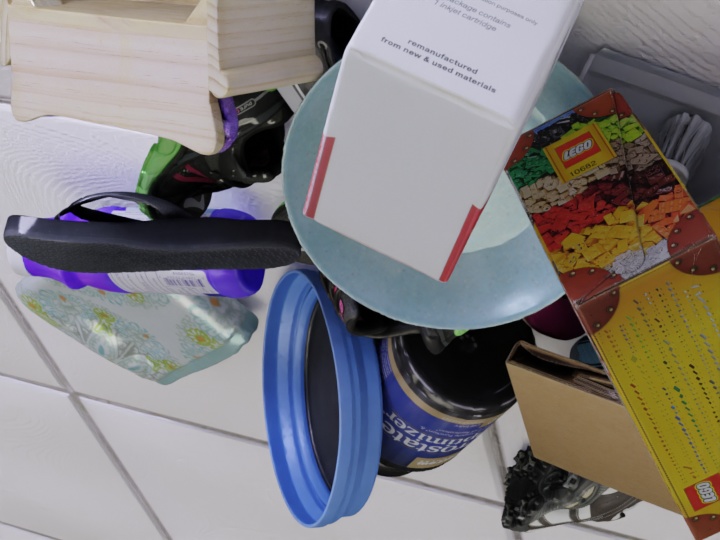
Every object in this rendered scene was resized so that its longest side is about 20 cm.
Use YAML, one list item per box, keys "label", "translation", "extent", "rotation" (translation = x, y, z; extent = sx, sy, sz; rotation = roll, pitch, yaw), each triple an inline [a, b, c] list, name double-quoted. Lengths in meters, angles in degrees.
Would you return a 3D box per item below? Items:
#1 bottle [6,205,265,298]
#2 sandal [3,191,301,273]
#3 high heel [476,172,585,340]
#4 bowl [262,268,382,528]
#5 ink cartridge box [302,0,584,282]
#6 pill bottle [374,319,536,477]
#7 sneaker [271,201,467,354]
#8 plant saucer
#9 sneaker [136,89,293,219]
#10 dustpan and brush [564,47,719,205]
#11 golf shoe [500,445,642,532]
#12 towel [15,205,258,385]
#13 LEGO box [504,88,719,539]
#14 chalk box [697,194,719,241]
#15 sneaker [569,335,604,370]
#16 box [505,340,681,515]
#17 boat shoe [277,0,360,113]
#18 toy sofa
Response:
- label: "bottle"
  translation: [-0.176, -0.016, 1.128]
  extent: [0.199, 0.065, 0.084]
  rotation: [2, 167, 16]
- label: "sandal"
  translation: [-0.141, -0.027, 0.982]
  extent: [0.200, 0.043, 0.076]
  rotation: [1, 164, -17]
- label: "high heel"
  translation: [0.129, -0.019, 0.962]
  extent: [0.096, 0.068, 0.200]
  rotation: [-36, 142, 17]
- label: "bowl"
  translation: [-0.031, 0.098, 1.132]
  extent: [0.039, 0.201, 0.201]
  rotation: [-3, 157, -20]
- label: "ink cartridge box"
  translation: [0.057, -0.119, 0.701]
  extent: [0.084, 0.200, 0.144]
  rotation: [26, 150, 4]
- label: "pill bottle"
  translation: [0.051, 0.091, 1.126]
  extent: [0.112, 0.112, 0.200]
  rotation: [27, 150, -4]
- label: "sneaker"
  translation: [0.000, 0.000, 1.023]
  extent: [0.200, 0.084, 0.077]
  rotation: [22, 157, 40]
- label: "plant saucer"
  translation: [0.054, -0.058, 0.863]
  extent: [0.200, 0.039, 0.201]
  rotation: [3, 122, 5]
- label: "sneaker"
  translation: [-0.097, -0.077, 0.986]
  extent: [0.084, 0.077, 0.200]
  rotation: [31, 151, -6]
- label: "dustpan and brush"
  translation: [0.176, -0.033, 0.888]
  extent: [0.139, 0.057, 0.200]
  rotation: [21, 150, 6]
- label: "golf shoe"
  translation: [0.184, 0.189, 1.222]
  extent: [0.094, 0.078, 0.200]
  rotation: [17, 162, -13]
- label: "towel"
  translation: [-0.202, 0.030, 1.274]
  extent: [0.171, 0.048, 0.200]
  rotation: [35, 148, -19]
- label: "LEGO box"
  translation: [0.163, 0.025, 0.794]
  extent: [0.077, 0.149, 0.200]
  rotation: [-27, 126, 7]
- label: "chalk box"
  translation: [0.287, 0.038, 0.817]
  extent: [0.124, 0.125, 0.200]
  rotation: [-27, 135, 8]
- label: "sneaker"
  translation: [0.225, 0.035, 0.968]
  extent: [0.200, 0.079, 0.096]
  rotation: [-10, 125, 34]
- label: "box"
  translation: [0.188, 0.120, 1.009]
  extent: [0.163, 0.021, 0.200]
  rotation: [20, 161, 21]
- label: "boat shoe"
  translation: [0.015, -0.093, 0.911]
  extent: [0.066, 0.070, 0.200]
  rotation: [-4, 132, 42]
- label: "toy sofa"
  translation: [-0.123, -0.133, 0.857]
  extent: [0.200, 0.083, 0.098]
  rotation: [12, 110, 37]
